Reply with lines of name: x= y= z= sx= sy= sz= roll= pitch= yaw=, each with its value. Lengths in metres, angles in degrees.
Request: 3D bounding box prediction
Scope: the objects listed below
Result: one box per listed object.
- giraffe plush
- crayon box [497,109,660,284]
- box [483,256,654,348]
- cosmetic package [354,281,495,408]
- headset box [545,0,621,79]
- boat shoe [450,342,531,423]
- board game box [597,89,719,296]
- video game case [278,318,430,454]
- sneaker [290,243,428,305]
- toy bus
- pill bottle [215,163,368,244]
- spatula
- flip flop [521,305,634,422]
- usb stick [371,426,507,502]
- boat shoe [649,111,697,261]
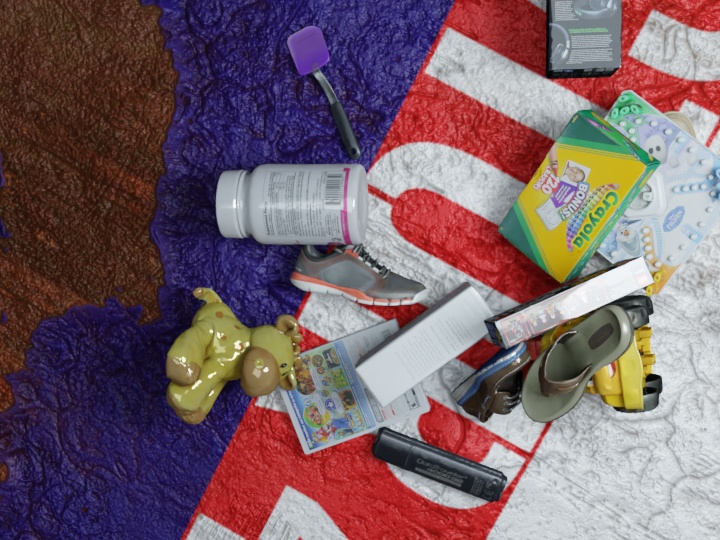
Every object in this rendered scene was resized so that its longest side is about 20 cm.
giraffe plush: x=-0.168 y=0.125 z=1.513 sx=0.161 sy=0.173 sz=0.201 roll=12 pitch=65 yaw=8
crayon box: x=0.285 y=-0.097 z=1.407 sx=0.119 sy=0.058 sz=0.200 roll=42 pitch=120 yaw=20
box: x=0.260 y=0.041 z=1.354 sx=0.199 sy=0.137 sz=0.040 roll=-24 pitch=88 yaw=-1
cosmetic package: x=0.092 y=0.101 z=1.477 sx=0.200 sy=0.102 sz=0.074 roll=-37 pitch=90 yaw=5
headset box: x=0.284 y=-0.353 z=1.369 sx=0.092 sy=0.174 sz=0.201 roll=0 pitch=97 yaw=9
boat shoe: x=0.191 y=0.153 z=1.443 sx=0.072 sy=0.200 sz=0.072 roll=-38 pitch=81 yaw=-24
board game box: x=0.367 y=-0.100 z=1.404 sx=0.200 sy=0.026 sz=0.200 roll=42 pitch=120 yaw=19
video game case: x=-0.015 y=0.170 z=1.556 sx=0.199 sy=0.018 sz=0.144 roll=-21 pitch=93 yaw=11
sneaker: x=0.000 y=0.000 z=1.505 sx=0.199 sy=0.077 sz=0.082 roll=10 pitch=96 yaw=8
toy bus: x=0.296 y=0.113 z=1.413 sx=0.191 sy=0.200 sz=0.136 roll=-5 pitch=94 yaw=18
pill bottle: x=-0.094 y=-0.093 z=1.492 sx=0.199 sy=0.113 sz=0.114 roll=1 pitch=96 yaw=10
spatula: x=-0.044 y=-0.250 z=1.512 sx=0.056 sy=0.021 sz=0.201 roll=-24 pitch=94 yaw=24
flip flop: x=0.256 y=0.115 z=1.311 sx=0.200 sy=0.057 sz=0.081 roll=-51 pitch=56 yaw=41
usb stick: x=0.112 y=0.279 z=1.536 sx=0.199 sy=0.033 sz=0.056 roll=20 pitch=121 yaw=7
boat shoe: x=0.418 y=-0.112 z=1.428 sx=0.072 sy=0.065 sz=0.201 roll=5 pitch=97 yaw=9
